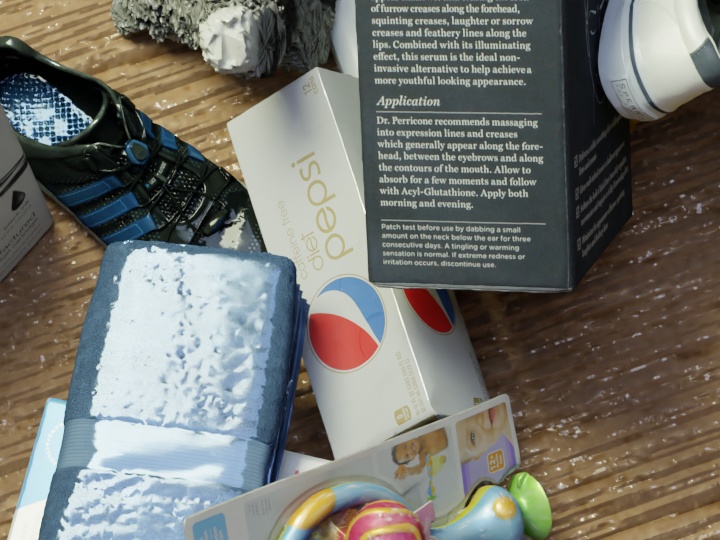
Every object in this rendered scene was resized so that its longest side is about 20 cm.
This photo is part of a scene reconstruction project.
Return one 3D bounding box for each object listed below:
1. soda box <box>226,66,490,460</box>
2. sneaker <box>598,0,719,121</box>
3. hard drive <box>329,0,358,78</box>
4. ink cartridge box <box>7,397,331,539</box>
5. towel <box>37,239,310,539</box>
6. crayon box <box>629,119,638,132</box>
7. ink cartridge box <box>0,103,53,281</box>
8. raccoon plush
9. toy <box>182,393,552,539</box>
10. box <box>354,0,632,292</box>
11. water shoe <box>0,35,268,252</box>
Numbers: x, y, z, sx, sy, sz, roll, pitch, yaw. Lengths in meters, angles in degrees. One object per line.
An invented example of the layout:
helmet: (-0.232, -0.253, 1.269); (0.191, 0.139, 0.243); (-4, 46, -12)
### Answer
soda box: (0.000, 0.000, 1.456); (0.068, 0.063, 0.201); (-30, 69, 29)
sneaker: (0.171, -0.161, 1.399); (0.070, 0.073, 0.201); (-10, 53, 31)
hard drive: (0.046, -0.144, 1.534); (0.131, 0.027, 0.201); (-18, 71, -3)
ink cartridge box: (-0.075, 0.146, 1.421); (0.198, 0.068, 0.117); (12, 72, 7)
towel: (-0.093, 0.087, 1.381); (0.111, 0.049, 0.202); (9, 72, 5)
crayon box: (0.129, -0.161, 1.500); (0.126, 0.051, 0.201); (32, 68, 6)
ink cartridge box: (-0.246, -0.033, 1.423); (0.084, 0.200, 0.146); (39, 78, 15)
raccoon plush: (-0.094, -0.153, 1.466); (0.133, 0.200, 0.098); (4, 96, 14)
toy: (0.015, 0.145, 1.358); (0.199, 0.047, 0.116); (-20, 107, -36)
box: (0.068, -0.105, 1.385); (0.106, 0.148, 0.202); (2, 105, 17)
water shoe: (-0.128, -0.052, 1.486); (0.199, 0.079, 0.072); (30, 76, 12)
